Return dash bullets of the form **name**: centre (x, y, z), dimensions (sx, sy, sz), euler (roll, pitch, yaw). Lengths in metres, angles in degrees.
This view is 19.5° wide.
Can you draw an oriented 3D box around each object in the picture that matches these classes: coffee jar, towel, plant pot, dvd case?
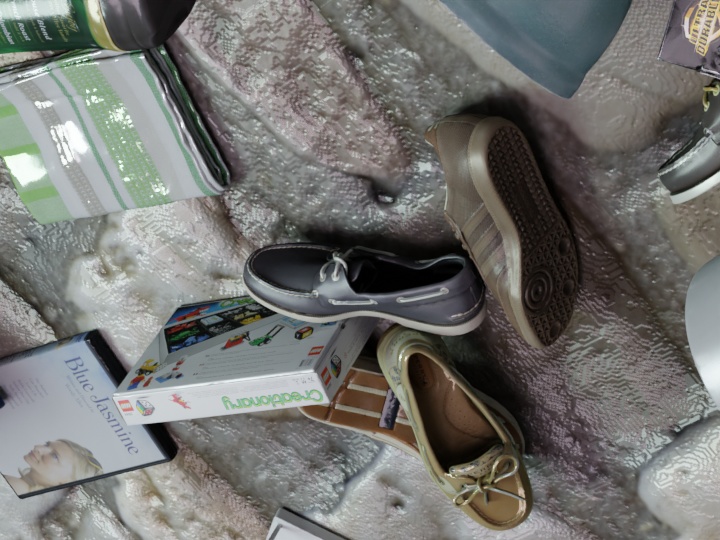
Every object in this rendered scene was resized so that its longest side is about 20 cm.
- **coffee jar**: centre (-0.221, -0.211, 1.562), dimensions (0.199, 0.104, 0.086), euler (1, 124, 26)
- **towel**: centre (-0.216, -0.107, 1.689), dimensions (0.199, 0.031, 0.150), euler (-10, 119, 32)
- **plant pot**: centre (0.108, -0.227, 1.350), dimensions (0.200, 0.200, 0.134), euler (42, 105, -9)
- **dvd case**: centre (-0.278, 0.135, 1.912), dimensions (0.200, 0.018, 0.143), euler (-17, 115, 34)

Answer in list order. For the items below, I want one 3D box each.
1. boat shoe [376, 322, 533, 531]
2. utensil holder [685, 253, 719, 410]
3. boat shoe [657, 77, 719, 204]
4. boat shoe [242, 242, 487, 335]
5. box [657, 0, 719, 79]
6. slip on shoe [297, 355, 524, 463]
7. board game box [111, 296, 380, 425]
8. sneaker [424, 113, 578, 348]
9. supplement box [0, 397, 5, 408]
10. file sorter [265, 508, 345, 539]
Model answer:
- **boat shoe**: centre (0.076, 0.132, 1.660), dimensions (0.073, 0.063, 0.200), euler (-34, 109, 2)
- **utensil holder**: centre (0.344, 0.021, 1.423), dimensions (0.170, 0.170, 0.200), euler (46, 132, -12)
- **boat shoe**: centre (0.269, -0.121, 1.418), dimensions (0.061, 0.072, 0.201), euler (45, 124, -6)
- **boat shoe**: centre (0.000, 0.000, 1.629), dimensions (0.199, 0.073, 0.063), euler (9, 145, 17)
- **box**: centre (0.291, -0.205, 1.312), dimensions (0.159, 0.049, 0.201), euler (18, 110, 14)
- **slip on shoe**: centre (0.039, 0.114, 1.719), dimensions (0.199, 0.061, 0.076), euler (15, 103, -7)
- **board game box**: centre (-0.090, 0.066, 1.696), dimensions (0.199, 0.126, 0.035), euler (-8, 120, 31)
- **sneaker**: centre (0.106, -0.034, 1.578), dimensions (0.075, 0.070, 0.201), euler (16, 134, 44)
- **supplement box**: centre (-0.468, 0.147, 1.877), dimensions (0.200, 0.200, 0.134), euler (-32, 95, 39)
- **file sorter**: centre (-0.058, 0.346, 1.896), dimensions (0.138, 0.125, 0.200), euler (26, 132, 7)
